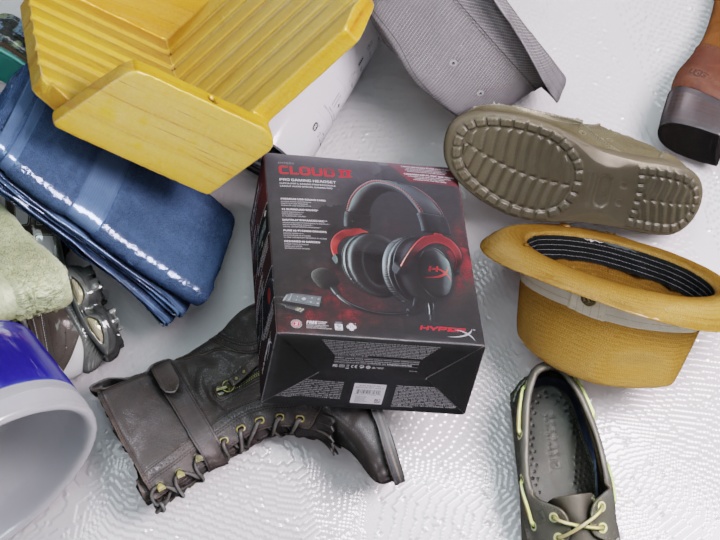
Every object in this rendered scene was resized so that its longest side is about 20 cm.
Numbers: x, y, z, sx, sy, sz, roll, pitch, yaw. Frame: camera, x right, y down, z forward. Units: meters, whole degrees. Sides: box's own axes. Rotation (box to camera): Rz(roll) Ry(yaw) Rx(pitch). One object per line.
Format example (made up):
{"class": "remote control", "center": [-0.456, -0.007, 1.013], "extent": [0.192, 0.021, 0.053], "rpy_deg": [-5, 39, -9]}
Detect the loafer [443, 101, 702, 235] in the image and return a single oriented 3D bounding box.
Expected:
{"class": "loafer", "center": [0.152, -0.074, 1.544], "extent": [0.198, 0.068, 0.077], "rpy_deg": [17, 107, -13]}

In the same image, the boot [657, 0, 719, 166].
{"class": "boot", "center": [0.340, -0.153, 1.599], "extent": [0.187, 0.069, 0.201], "rpy_deg": [18, 63, 17]}

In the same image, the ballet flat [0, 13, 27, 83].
{"class": "ballet flat", "center": [-0.220, -0.152, 1.602], "extent": [0.199, 0.074, 0.075], "rpy_deg": [34, 73, 4]}

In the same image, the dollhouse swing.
{"class": "dollhouse swing", "center": [-0.120, -0.191, 1.506], "extent": [0.181, 0.176, 0.201], "rpy_deg": [24, 28, -28]}

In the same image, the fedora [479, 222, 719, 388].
{"class": "fedora", "center": [0.175, 0.030, 1.490], "extent": [0.199, 0.201, 0.083], "rpy_deg": [15, 106, 7]}

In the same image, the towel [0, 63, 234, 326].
{"class": "towel", "center": [-0.186, -0.056, 1.519], "extent": [0.199, 0.048, 0.112], "rpy_deg": [37, 43, -16]}

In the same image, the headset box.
{"class": "headset box", "center": [0.000, 0.000, 1.488], "extent": [0.147, 0.075, 0.201], "rpy_deg": [5, 45, -10]}

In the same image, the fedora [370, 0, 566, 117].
{"class": "fedora", "center": [0.064, -0.181, 1.549], "extent": [0.090, 0.200, 0.177], "rpy_deg": [-40, 41, 5]}

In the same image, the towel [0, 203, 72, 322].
{"class": "towel", "center": [-0.307, -0.022, 1.467], "extent": [0.148, 0.037, 0.200], "rpy_deg": [-19, 49, -37]}

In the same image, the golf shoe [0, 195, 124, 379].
{"class": "golf shoe", "center": [-0.252, -0.008, 1.541], "extent": [0.094, 0.078, 0.201], "rpy_deg": [-27, 69, -8]}

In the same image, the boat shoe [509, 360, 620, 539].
{"class": "boat shoe", "center": [0.145, 0.163, 1.471], "extent": [0.071, 0.060, 0.204], "rpy_deg": [-9, 69, -2]}

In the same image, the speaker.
{"class": "speaker", "center": [-0.032, -0.169, 1.593], "extent": [0.081, 0.081, 0.201], "rpy_deg": [25, 72, 11]}

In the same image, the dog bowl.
{"class": "dog bowl", "center": [-0.282, 0.128, 1.423], "extent": [0.199, 0.200, 0.079], "rpy_deg": [-35, 70, -11]}

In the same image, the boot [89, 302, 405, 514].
{"class": "boot", "center": [-0.081, 0.117, 1.497], "extent": [0.173, 0.069, 0.200], "rpy_deg": [-35, 62, -10]}
